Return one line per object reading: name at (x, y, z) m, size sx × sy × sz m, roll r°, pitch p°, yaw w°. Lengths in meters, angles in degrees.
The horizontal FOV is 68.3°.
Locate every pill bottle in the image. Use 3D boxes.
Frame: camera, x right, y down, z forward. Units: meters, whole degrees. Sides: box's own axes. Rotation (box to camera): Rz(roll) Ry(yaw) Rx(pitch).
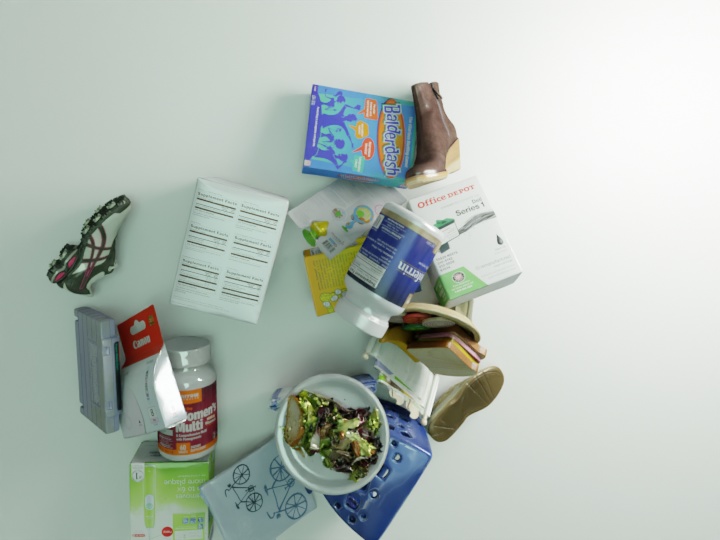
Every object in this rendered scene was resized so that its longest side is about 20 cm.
pill bottle at (-0.320, 0.232, 0.978) m, size 0.108 × 0.110 × 0.204 m, roll 0°, pitch 100°, yaw -7°
pill bottle at (0.043, 0.001, 0.873) m, size 0.115 × 0.116 × 0.202 m, roll 28°, pitch 95°, yaw -11°

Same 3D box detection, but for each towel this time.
towel at (-0.070, 0.225, 0.990) m, size 0.197 × 0.147 × 0.024 m, roll -9°, pitch 86°, yaw -6°

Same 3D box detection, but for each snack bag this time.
snack bag at (-0.194, 0.444, 1.033) m, size 0.198 × 0.021 × 0.191 m, roll -28°, pitch 105°, yaw -30°

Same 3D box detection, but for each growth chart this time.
growth chart at (0.083, 0.189, 1.026) m, size 0.200 × 0.018 × 0.145 m, roll 48°, pitch 47°, yaw -14°

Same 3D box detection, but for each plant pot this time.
plant pot at (0.002, 0.342, 0.998) m, size 0.178 × 0.200 × 0.201 m, roll 33°, pitch 94°, yaw -4°

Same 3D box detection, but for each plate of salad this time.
plate of salad at (-0.050, 0.275, 0.885) m, size 0.196 × 0.048 × 0.204 m, roll 0°, pitch 88°, yaw 7°

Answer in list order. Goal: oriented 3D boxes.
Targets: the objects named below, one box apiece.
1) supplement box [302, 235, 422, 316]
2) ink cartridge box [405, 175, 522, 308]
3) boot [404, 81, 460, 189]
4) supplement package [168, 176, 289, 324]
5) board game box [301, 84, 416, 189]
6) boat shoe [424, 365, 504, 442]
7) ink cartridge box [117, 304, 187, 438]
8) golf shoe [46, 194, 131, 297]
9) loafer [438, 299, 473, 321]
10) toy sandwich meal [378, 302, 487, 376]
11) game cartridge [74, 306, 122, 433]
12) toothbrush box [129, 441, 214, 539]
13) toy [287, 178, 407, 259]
supplement box at (0.000, 0.000, 0.982) m, size 0.197 × 0.109 × 0.111 m, roll -13°, pitch 100°, yaw -5°
ink cartridge box at (0.181, -0.052, 0.967) m, size 0.144 × 0.084 × 0.202 m, roll -20°, pitch 73°, yaw -4°
boot at (0.110, -0.239, 0.931) m, size 0.072 × 0.199 × 0.169 m, roll -11°, pitch 103°, yaw 35°
supplement package at (-0.216, -0.043, 0.905) m, size 0.145 × 0.191 × 0.203 m, roll 15°, pitch 97°, yaw -10°
board game box at (0.000, -0.240, 0.958) m, size 0.197 × 0.045 × 0.155 m, roll 6°, pitch 83°, yaw -9°
boat shoe at (0.202, 0.259, 1.071) m, size 0.199 × 0.066 × 0.075 m, roll -33°, pitch 101°, yaw -16°
ink cartridge box at (-0.385, 0.180, 0.922) m, size 0.161 × 0.057 × 0.203 m, roll -23°, pitch 87°, yaw 40°
golf shoe at (-0.463, -0.045, 0.945) m, size 0.200 × 0.077 × 0.088 m, roll -48°, pitch 122°, yaw 4°
loafer at (0.179, 0.077, 1.034) m, size 0.067 × 0.076 × 0.203 m, roll -11°, pitch 101°, yaw -11°
toy sandwich meal at (0.125, 0.128, 0.955) m, size 0.202 × 0.205 × 0.071 m, roll 19°, pitch 65°, yaw -10°
game cartridge at (-0.468, 0.175, 0.947) m, size 0.038 × 0.128 × 0.204 m, roll -9°, pitch 105°, yaw -50°
toothbrush box at (-0.358, 0.441, 1.020) m, size 0.143 × 0.086 × 0.204 m, roll 3°, pitch 100°, yaw -8°
toy at (-0.024, -0.105, 0.960) m, size 0.199 × 0.047 × 0.115 m, roll -37°, pitch 75°, yaw -30°
